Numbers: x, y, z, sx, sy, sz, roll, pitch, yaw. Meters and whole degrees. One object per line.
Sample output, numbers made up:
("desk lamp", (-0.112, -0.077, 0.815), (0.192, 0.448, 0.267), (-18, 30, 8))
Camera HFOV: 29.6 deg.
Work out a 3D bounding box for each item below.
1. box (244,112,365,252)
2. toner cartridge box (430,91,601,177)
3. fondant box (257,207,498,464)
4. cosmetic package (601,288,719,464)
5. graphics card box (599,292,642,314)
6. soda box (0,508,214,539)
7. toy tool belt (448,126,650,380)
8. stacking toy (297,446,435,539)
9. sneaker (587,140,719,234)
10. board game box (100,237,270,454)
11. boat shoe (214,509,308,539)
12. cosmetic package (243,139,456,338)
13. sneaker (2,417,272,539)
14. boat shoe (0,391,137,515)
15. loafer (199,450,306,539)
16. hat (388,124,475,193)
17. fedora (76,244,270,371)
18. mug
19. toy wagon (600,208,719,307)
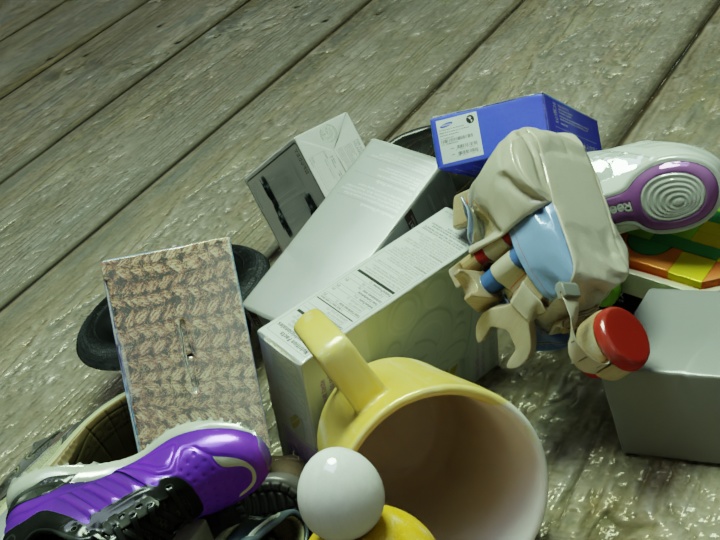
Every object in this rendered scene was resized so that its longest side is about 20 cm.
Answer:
("box", (-0.042, -0.073, 1.349), (0.060, 0.117, 0.200), (-29, 1, -20))
("toner cartridge box", (0.134, -0.106, 1.128), (0.094, 0.044, 0.200), (-9, -4, 21))
("fondant box", (0.020, 0.062, 1.078), (0.199, 0.145, 0.058), (-32, 46, -26))
("cosmetic package", (0.279, 0.075, 0.948), (0.199, 0.091, 0.107), (0, 34, 40))
("graphics card box", (0.209, -0.024, 1.184), (0.199, 0.051, 0.125), (18, 41, 29))
("soda box", (-0.194, 0.221, 1.009), (0.198, 0.069, 0.063), (-2, 30, 34))
("toy tool belt", (0.128, 0.005, 0.984), (0.124, 0.202, 0.123), (4, -32, -37))
("stacking toy", (0.007, 0.184, 0.785), (0.145, 0.202, 0.146), (-15, 25, 7))
("sneaker", (0.193, -0.059, 1.082), (0.198, 0.076, 0.100), (-3, 17, 24))
("board game box", (-0.141, 0.064, 1.081), (0.096, 0.161, 0.200), (-11, 1, -9))
("boat shoe", (-0.083, 0.230, 0.904), (0.062, 0.075, 0.200), (-33, 9, 28))
("cosmetic package", (0.000, 0.000, 1.161), (0.090, 0.107, 0.201), (19, 64, 32))
("sneaker", (-0.153, 0.172, 0.931), (0.198, 0.070, 0.100), (-18, 32, 9))
("boat shoe", (-0.252, 0.165, 1.156), (0.064, 0.074, 0.200), (9, 37, 37))
("loafer", (-0.123, 0.181, 1.052), (0.198, 0.074, 0.071), (-5, 18, 17))
("hat", (0.069, -0.107, 1.461), (0.199, 0.082, 0.201), (-16, 24, 7))
("fedora", (-0.164, 0.059, 1.281), (0.199, 0.092, 0.201), (-16, 26, 8))
("mug", (0.035, 0.113, 0.950), (0.148, 0.189, 0.153), (-7, 14, -12))
("toy wagon", (0.237, -0.026, 1.103), (0.199, 0.040, 0.155), (20, 47, 32))
